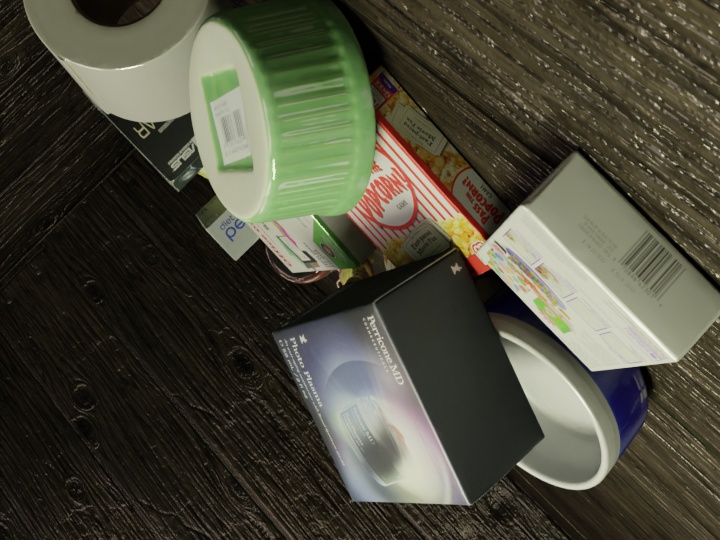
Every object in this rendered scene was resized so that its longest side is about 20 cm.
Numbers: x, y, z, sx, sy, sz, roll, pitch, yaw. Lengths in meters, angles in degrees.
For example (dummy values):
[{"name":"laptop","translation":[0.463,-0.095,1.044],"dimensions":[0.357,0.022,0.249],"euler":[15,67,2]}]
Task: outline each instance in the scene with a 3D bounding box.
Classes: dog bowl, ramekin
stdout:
[{"name":"dog bowl","translation":[0.182,0.114,0.892],"dimensions":[0.199,0.078,0.202],"euler":[37,149,26]},{"name":"ramekin","translation":[-0.078,-0.140,0.796],"dimensions":[0.199,0.096,0.204],"euler":[36,133,49]}]

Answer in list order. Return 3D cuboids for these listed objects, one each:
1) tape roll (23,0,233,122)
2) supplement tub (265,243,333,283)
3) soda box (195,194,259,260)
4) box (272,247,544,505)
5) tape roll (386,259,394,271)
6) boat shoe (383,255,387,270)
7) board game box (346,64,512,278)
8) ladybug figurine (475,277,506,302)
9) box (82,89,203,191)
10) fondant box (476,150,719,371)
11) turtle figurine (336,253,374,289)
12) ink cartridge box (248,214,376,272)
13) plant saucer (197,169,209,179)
[{"name":"tape roll","translation":[-0.238,-0.279,0.953],"dimensions":[0.203,0.203,0.139],"euler":[44,174,10]},{"name":"supplement tub","translation":[-0.047,-0.054,1.249],"dimensions":[0.107,0.107,0.200],"euler":[44,-156,7]},{"name":"soda box","translation":[-0.129,-0.113,1.229],"dimensions":[0.068,0.200,0.063],"euler":[48,176,-33]},{"name":"box","translation":[0.040,0.109,0.869],"dimensions":[0.197,0.122,0.203],"euler":[-20,98,54]},{"name":"tape roll","translation":[0.052,0.027,1.048],"dimensions":[0.036,0.208,0.203],"euler":[7,174,-3]},{"name":"boat shoe","translation":[0.095,0.019,1.172],"dimensions":[0.199,0.076,0.074],"euler":[42,169,30]},{"name":"board game box","translation":[0.043,-0.075,0.850],"dimensions":[0.200,0.046,0.151],"euler":[47,151,-6]},{"name":"ladybug figurine","translation":[0.181,0.091,1.055],"dimensions":[0.135,0.072,0.201],"euler":[38,169,49]},{"name":"box","translation":[-0.206,-0.224,1.070],"dimensions":[0.160,0.200,0.044],"euler":[45,174,5]},{"name":"fondant box","translation":[0.170,0.003,0.677],"dimensions":[0.144,0.058,0.200],"euler":[46,172,5]},{"name":"turtle figurine","translation":[0.000,0.000,1.140],"dimensions":[0.063,0.204,0.162],"euler":[6,-152,-3]},{"name":"ink cartridge box","translation":[-0.064,-0.078,1.019],"dimensions":[0.145,0.084,0.199],"euler":[48,161,-16]},{"name":"plant saucer","translation":[-0.230,-0.214,1.212],"dimensions":[0.199,0.047,0.204],"euler":[29,134,63]}]
